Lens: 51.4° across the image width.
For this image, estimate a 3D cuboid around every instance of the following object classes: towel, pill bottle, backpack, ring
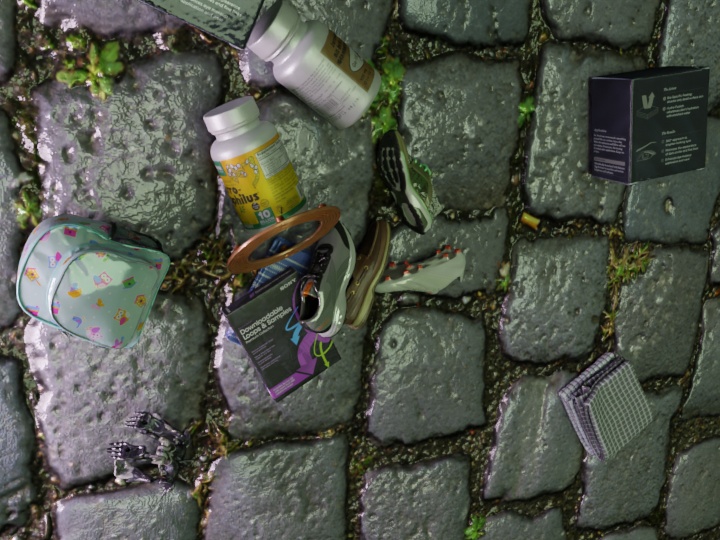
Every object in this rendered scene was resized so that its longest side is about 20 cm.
[{"bbox_3d":[-0.134,0.054,1.313,0.144,0.024,0.201,26,94,-31],"label":"towel"},{"bbox_3d":[-0.074,-0.326,1.181,0.200,0.114,0.115,35,88,-28],"label":"pill bottle"},{"bbox_3d":[0.552,0.303,1.659,0.165,0.086,0.201,-35,115,-14],"label":"towel"},{"bbox_3d":[-0.168,-0.165,1.182,0.112,0.113,0.201,-29,114,-15],"label":"pill bottle"},{"bbox_3d":[-0.401,0.014,1.105,0.199,0.153,0.177,23,99,-21],"label":"backpack"},{"bbox_3d":[-0.122,-0.052,1.179,0.200,0.200,0.019,-24,79,-17],"label":"ring"}]

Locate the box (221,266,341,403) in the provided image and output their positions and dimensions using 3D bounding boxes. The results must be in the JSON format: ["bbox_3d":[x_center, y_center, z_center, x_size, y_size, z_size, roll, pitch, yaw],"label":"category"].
[{"bbox_3d":[-0.133,0.112,1.298,0.143,0.036,0.201,-33,117,-14],"label":"box"}]

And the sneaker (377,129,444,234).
[{"bbox_3d":[0.095,-0.168,1.337,0.088,0.077,0.201,-38,122,-26],"label":"sneaker"}]

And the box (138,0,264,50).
[{"bbox_3d":[-0.224,-0.452,1.057,0.196,0.118,0.201,19,108,-28],"label":"box"}]

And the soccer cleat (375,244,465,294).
[{"bbox_3d":[0.112,0.016,1.389,0.199,0.069,0.078,-18,115,-22],"label":"soccer cleat"}]

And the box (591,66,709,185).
[{"bbox_3d":[0.570,-0.290,1.479,0.196,0.117,0.201,-13,110,-21],"label":"box"}]

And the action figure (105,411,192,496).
[{"bbox_3d":[-0.343,0.294,1.233,0.200,0.101,0.119,78,30,-60],"label":"action figure"}]

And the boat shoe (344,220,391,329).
[{"bbox_3d":[0.000,0.000,1.319,0.067,0.072,0.201,21,81,-16],"label":"boat shoe"}]

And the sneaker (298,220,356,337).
[{"bbox_3d":[-0.060,0.009,1.262,0.079,0.074,0.202,15,78,-45],"label":"sneaker"}]
